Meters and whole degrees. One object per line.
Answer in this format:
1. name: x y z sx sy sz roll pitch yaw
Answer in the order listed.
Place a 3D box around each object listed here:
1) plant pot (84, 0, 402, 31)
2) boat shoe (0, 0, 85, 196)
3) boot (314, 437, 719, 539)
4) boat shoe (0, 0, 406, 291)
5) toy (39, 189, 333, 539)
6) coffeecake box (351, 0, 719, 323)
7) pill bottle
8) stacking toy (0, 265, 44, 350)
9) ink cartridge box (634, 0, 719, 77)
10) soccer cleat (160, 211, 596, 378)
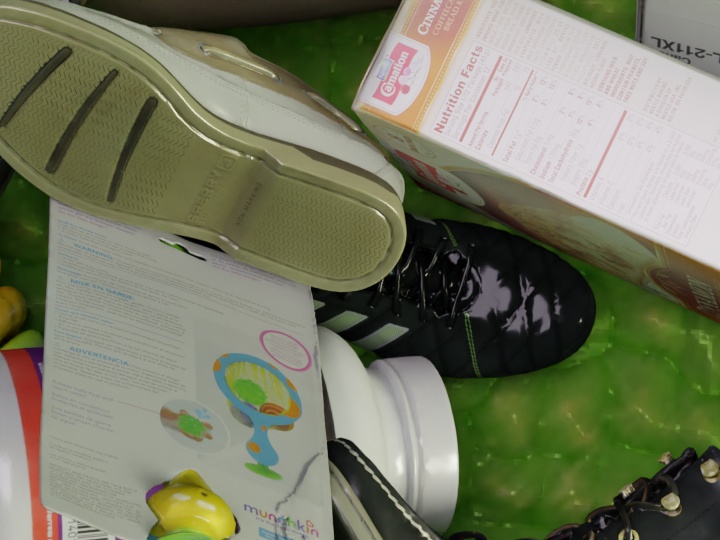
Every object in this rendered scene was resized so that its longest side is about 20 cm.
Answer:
1. plant pot: -0.051 -0.178 1.165 0.200 0.187 0.187 -20 77 25
2. boat shoe: -0.166 -0.054 1.103 0.070 0.066 0.200 32 88 -13
3. boot: 0.077 0.111 1.086 0.154 0.073 0.204 -41 110 -13
4. boat shoe: -0.074 -0.059 1.086 0.200 0.068 0.075 28 119 -20
5. toy: -0.072 0.055 1.024 0.115 0.200 0.047 21 117 -19
6. coffeecake box: 0.112 -0.040 1.105 0.200 0.154 0.073 25 86 15
7. pill bottle: -0.066 0.081 1.119 0.200 0.112 0.113 -4 78 -17
8. stacking toy: -0.168 0.053 1.187 0.116 0.110 0.200 -43 90 11
9. ink cartridge box: 0.209 -0.163 1.105 0.146 0.083 0.200 15 59 13
10. soccer cleat: 0.000 0.000 1.158 0.200 0.081 0.068 14 84 14
